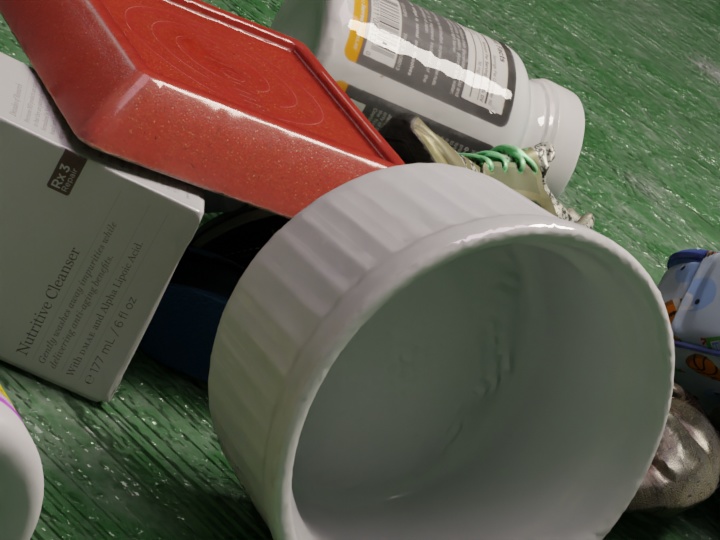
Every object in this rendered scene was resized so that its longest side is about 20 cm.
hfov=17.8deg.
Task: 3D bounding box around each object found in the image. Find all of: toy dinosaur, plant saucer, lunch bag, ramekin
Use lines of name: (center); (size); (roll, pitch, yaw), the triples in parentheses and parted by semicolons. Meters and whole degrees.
toy dinosaur: (0.159, 0.095, 1.246); (0.102, 0.077, 0.200); (29, 16, 16)
plant saucer: (-0.071, -0.089, 1.117); (0.199, 0.037, 0.200); (20, 20, -33)
lunch bag: (0.256, 0.064, 1.314); (0.199, 0.076, 0.160); (15, -25, 41)
ramekin: (0.030, 0.051, 1.009); (0.199, 0.202, 0.098); (14, 18, -37)

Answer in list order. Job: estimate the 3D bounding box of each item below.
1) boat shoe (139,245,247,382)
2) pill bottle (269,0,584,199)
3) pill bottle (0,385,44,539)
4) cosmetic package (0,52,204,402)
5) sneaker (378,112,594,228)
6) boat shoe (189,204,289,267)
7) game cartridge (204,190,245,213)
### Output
boat shoe: (-0.014, 0.036, 1.132); (0.199, 0.084, 0.069); (31, 32, -6)
pill bottle: (0.039, -0.108, 1.494); (0.199, 0.117, 0.117); (22, 22, -24)
pill bottle: (-0.200, 0.035, 0.855); (0.104, 0.105, 0.200); (11, 28, -41)
cosmetic package: (-0.181, -0.038, 1.042); (0.199, 0.113, 0.081); (23, 21, -15)
sneaker: (0.077, -0.048, 1.362); (0.077, 0.089, 0.200); (15, -20, 41)
boat shoe: (0.000, 0.000, 1.183); (0.198, 0.063, 0.075); (0, -22, 19)
game cartridge: (-0.103, -0.073, 1.246); (0.132, 0.042, 0.200); (2, 20, 6)
